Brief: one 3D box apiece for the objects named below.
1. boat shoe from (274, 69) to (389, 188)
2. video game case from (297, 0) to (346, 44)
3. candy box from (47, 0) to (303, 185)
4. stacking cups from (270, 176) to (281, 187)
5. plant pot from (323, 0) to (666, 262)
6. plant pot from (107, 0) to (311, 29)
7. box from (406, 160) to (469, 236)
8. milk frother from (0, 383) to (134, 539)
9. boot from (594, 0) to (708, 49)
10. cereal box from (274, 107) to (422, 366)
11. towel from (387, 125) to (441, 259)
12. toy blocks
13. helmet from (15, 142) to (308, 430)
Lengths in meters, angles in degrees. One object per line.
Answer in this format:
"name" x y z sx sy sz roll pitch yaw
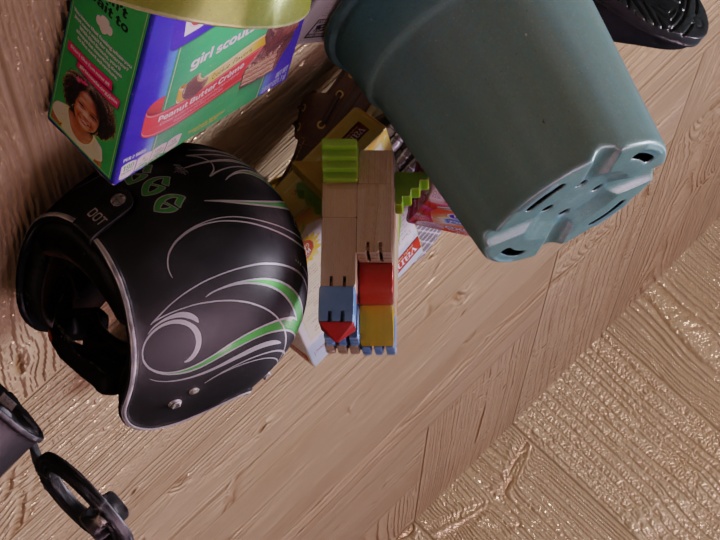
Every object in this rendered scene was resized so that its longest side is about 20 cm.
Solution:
"boat shoe" -0.022 -0.118 1.630 0.200 0.067 0.072 -52 172 4
"video game case" 0.057 -0.229 1.398 0.199 0.024 0.182 -13 156 -41
"candy box" -0.105 -0.174 1.255 0.169 0.077 0.200 -36 159 -35
"stacking cups" -0.123 -0.016 1.636 0.200 0.061 0.061 -30 157 -41
"plant pot" 0.106 -0.126 1.396 0.199 0.197 0.200 -26 161 -10
"plant pot" -0.086 -0.251 0.988 0.187 0.187 0.201 -21 135 -58
"box" 0.108 -0.132 1.609 0.095 0.099 0.201 136 -34 -75
"milk frother" -0.290 0.176 1.383 0.188 0.200 0.181 -47 168 -2
"boot" 0.182 -0.209 1.727 0.168 0.199 0.077 123 -15 -49
"cereal box" -0.021 -0.024 1.610 0.144 0.039 0.200 -46 153 -16
"towel" 0.052 -0.086 1.873 0.200 0.086 0.165 -51 165 12
"toy blocks" 0.000 0.000 1.450 0.200 0.099 0.138 79 12 -75
"helmet" -0.130 0.006 1.419 0.190 0.200 0.200 -21 151 -37
